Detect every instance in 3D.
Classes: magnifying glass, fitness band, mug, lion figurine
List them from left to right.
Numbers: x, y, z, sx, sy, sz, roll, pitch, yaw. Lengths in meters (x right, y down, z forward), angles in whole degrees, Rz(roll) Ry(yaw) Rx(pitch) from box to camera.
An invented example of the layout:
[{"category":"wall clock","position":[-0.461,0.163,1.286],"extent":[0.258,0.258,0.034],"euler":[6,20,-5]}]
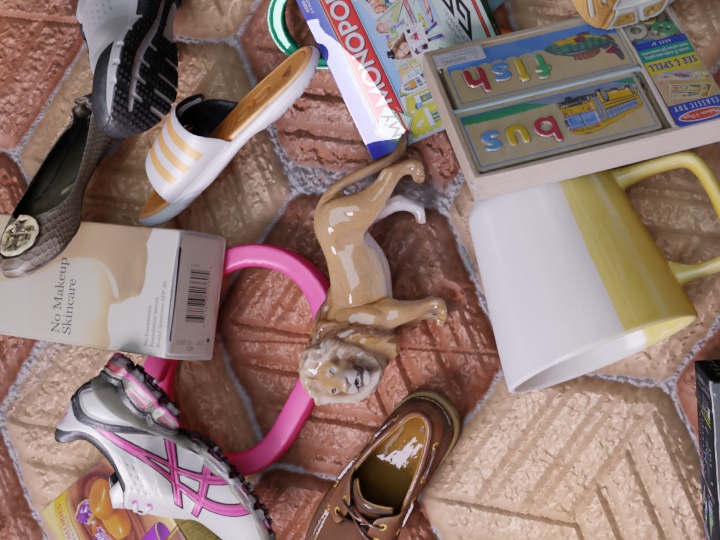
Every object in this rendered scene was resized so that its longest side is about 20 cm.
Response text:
[{"category":"fitness band","position":[-0.099,0.074,1.212],"extent":[0.143,0.037,0.201],"euler":[30,99,13]},{"category":"lion figurine","position":[0.000,0.000,1.151],"extent":[0.121,0.072,0.202],"euler":[-9,87,-3]},{"category":"magnifying glass","position":[0.022,-0.193,1.172],"extent":[0.198,0.022,0.080],"euler":[9,121,8]},{"category":"mug","position":[0.169,-0.011,1.101],"extent":[0.185,0.150,0.154],"euler":[-17,76,-19]}]

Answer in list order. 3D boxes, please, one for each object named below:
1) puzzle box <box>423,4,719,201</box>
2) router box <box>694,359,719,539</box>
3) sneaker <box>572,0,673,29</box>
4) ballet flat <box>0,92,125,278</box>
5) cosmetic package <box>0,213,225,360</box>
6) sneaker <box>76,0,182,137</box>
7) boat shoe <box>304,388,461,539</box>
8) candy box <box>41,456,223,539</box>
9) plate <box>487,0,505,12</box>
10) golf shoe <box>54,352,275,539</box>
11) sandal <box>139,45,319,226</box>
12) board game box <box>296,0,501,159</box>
[{"category":"puzzle box","position":[0.157,-0.129,1.077],"extent":[0.198,0.026,0.134],"euler":[-14,54,-7]},{"category":"router box","position":[0.273,0.143,1.027],"extent":[0.061,0.200,0.152],"euler":[-3,91,10]},{"category":"sneaker","position":[0.248,-0.249,1.094],"extent":[0.198,0.076,0.088],"euler":[-11,52,-2]},{"category":"ballet flat","position":[-0.242,-0.075,1.181],"extent":[0.067,0.047,0.201],"euler":[1,47,25]},{"category":"cosmetic package","position":[-0.215,0.012,1.200],"extent":[0.198,0.071,0.106],"euler":[4,87,28]},{"category":"sneaker","position":[-0.194,-0.188,1.194],"extent":[0.079,0.074,0.202],"euler":[-13,53,24]},{"category":"boat shoe","position":[0.006,0.184,1.169],"extent":[0.072,0.068,0.201],"euler":[34,99,12]},{"category":"candy box","position":[-0.163,0.247,1.212],"extent":[0.116,0.056,0.201],"euler":[-38,80,26]},{"category":"plate","position":[0.046,-0.287,1.174],"extent":[0.198,0.026,0.202],"euler":[0,90,15]},{"category":"golf shoe","position":[-0.152,0.162,1.154],"extent":[0.092,0.073,0.200],"euler":[-45,103,-8]},{"category":"sandal","position":[-0.119,-0.122,1.177],"extent":[0.059,0.079,0.206],"euler":[40,112,-21]},{"category":"board game box","position":[0.027,-0.202,1.139],"extent":[0.134,0.029,0.201],"euler":[-22,106,18]}]
